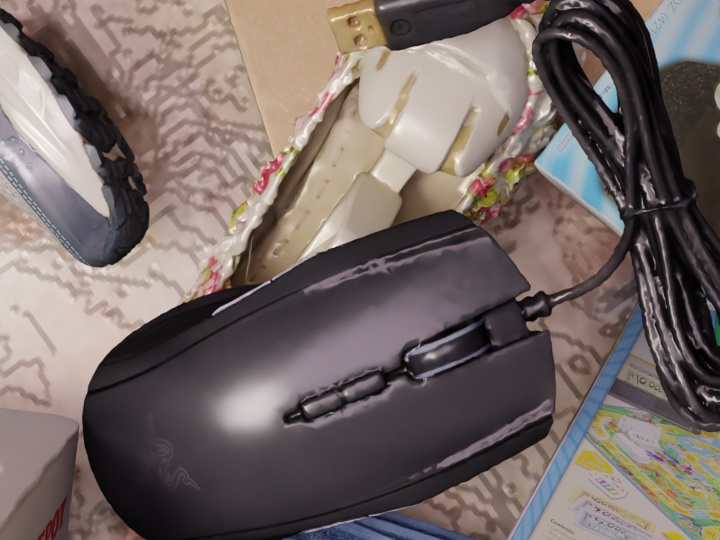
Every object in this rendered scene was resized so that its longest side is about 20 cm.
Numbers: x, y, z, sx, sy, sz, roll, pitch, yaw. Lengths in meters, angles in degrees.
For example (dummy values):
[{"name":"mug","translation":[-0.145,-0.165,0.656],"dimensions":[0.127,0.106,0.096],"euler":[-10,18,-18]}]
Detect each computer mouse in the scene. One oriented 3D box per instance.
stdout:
[{"name":"computer mouse","translation":[0.000,0.000,0.688],"dimensions":[0.199,0.046,0.141],"euler":[-16,97,17]}]

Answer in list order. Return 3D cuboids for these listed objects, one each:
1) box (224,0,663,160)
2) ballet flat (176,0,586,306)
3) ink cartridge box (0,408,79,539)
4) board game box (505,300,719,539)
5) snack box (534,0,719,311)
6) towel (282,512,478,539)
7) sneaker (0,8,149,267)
[{"name":"box","translation":[0.050,-0.119,0.789],"dimensions":[0.199,0.021,0.164],"euler":[-19,82,6]},{"name":"ballet flat","translation":[0.008,-0.024,0.742],"dimensions":[0.075,0.064,0.201],"euler":[30,104,-4]},{"name":"ink cartridge box","translation":[-0.137,0.146,0.689],"dimensions":[0.082,0.146,0.201],"euler":[8,101,3]},{"name":"board game box","translation":[0.143,0.097,0.727],"dimensions":[0.199,0.034,0.135],"euler":[30,49,6]},{"name":"snack box","translation":[0.156,-0.072,0.722],"dimensions":[0.116,0.037,0.200],"euler":[39,92,28]},{"name":"towel","translation":[0.028,0.136,0.757],"dimensions":[0.199,0.049,0.112],"euler":[17,85,4]},{"name":"sneaker","translation":[-0.149,-0.059,0.780],"dimensions":[0.200,0.078,0.086],"euler":[42,89,16]}]
